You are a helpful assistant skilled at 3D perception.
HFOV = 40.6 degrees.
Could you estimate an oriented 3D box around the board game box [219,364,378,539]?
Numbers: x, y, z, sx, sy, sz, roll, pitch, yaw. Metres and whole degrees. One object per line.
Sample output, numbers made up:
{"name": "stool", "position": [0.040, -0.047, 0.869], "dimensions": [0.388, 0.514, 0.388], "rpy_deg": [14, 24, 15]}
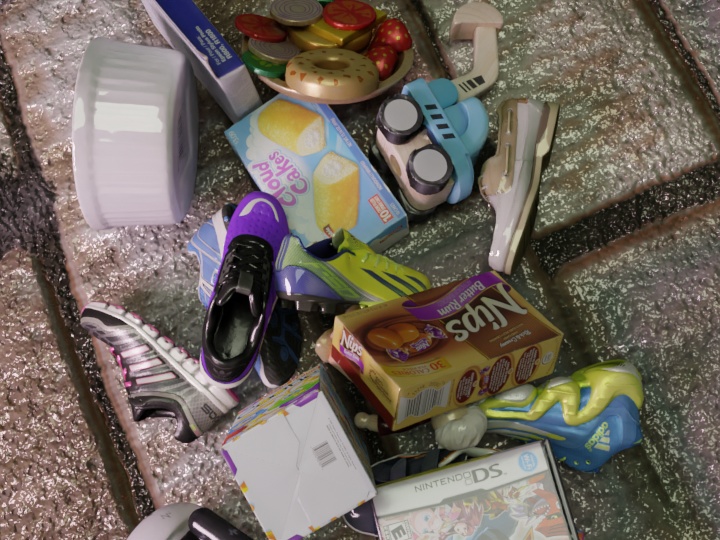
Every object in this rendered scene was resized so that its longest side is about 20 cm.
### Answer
{"name": "board game box", "position": [-0.056, 0.168, 0.921], "dimensions": [0.102, 0.200, 0.106], "rpy_deg": [-29, 91, -1]}

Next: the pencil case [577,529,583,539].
{"name": "pencil case", "position": [0.128, 0.296, 0.937], "dimensions": [0.197, 0.088, 0.090], "rpy_deg": [-4, 75, 2]}

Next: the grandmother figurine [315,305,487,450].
{"name": "grandmother figurine", "position": [0.042, 0.115, 0.972], "dimensions": [0.199, 0.061, 0.122], "rpy_deg": [32, 73, 34]}

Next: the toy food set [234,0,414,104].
{"name": "toy food set", "position": [-0.039, -0.248, 1.067], "dimensions": [0.197, 0.049, 0.200], "rpy_deg": [30, 49, 24]}

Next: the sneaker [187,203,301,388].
{"name": "sneaker", "position": [-0.124, 0.033, 1.048], "dimensions": [0.076, 0.075, 0.202], "rpy_deg": [-27, 75, 25]}

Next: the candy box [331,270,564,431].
{"name": "candy box", "position": [0.085, 0.073, 0.946], "dimensions": [0.198, 0.057, 0.117], "rpy_deg": [-15, 41, -28]}

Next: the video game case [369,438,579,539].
{"name": "video game case", "position": [0.115, 0.275, 0.890], "dimensions": [0.178, 0.026, 0.203], "rpy_deg": [-15, 72, 1]}

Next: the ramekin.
{"name": "ramekin", "position": [-0.232, -0.142, 1.034], "dimensions": [0.096, 0.201, 0.204], "rpy_deg": [3, 76, -2]}

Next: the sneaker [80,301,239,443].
{"name": "sneaker", "position": [-0.228, 0.111, 1.029], "dimensions": [0.199, 0.074, 0.088], "rpy_deg": [34, 76, 8]}

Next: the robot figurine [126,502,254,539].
{"name": "robot figurine", "position": [-0.145, 0.314, 0.938], "dimensions": [0.199, 0.125, 0.151], "rpy_deg": [33, 83, 19]}

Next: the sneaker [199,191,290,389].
{"name": "sneaker", "position": [-0.109, 0.013, 0.952], "dimensions": [0.069, 0.100, 0.203], "rpy_deg": [12, 77, -3]}

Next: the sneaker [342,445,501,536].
{"name": "sneaker", "position": [0.072, 0.216, 0.969], "dimensions": [0.197, 0.079, 0.080], "rpy_deg": [-14, 75, 4]}

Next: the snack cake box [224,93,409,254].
{"name": "snack cake box", "position": [-0.048, -0.096, 1.065], "dimensions": [0.114, 0.067, 0.201], "rpy_deg": [-34, 75, -4]}

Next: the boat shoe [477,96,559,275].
{"name": "boat shoe", "position": [0.160, -0.092, 1.043], "dimensions": [0.067, 0.075, 0.202], "rpy_deg": [13, 69, 13]}

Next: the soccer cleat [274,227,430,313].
{"name": "soccer cleat", "position": [0.000, 0.000, 0.982], "dimensions": [0.064, 0.198, 0.085], "rpy_deg": [4, 92, 49]}

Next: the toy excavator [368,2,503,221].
{"name": "toy excavator", "position": [0.101, -0.179, 1.067], "dimensions": [0.198, 0.100, 0.196], "rpy_deg": [-25, 75, -15]}

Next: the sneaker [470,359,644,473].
{"name": "sneaker", "position": [0.190, 0.160, 0.972], "dimensions": [0.197, 0.076, 0.107], "rpy_deg": [-15, 86, 13]}

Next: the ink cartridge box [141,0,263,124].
{"name": "ink cartridge box", "position": [-0.184, -0.260, 1.052], "dimensions": [0.040, 0.200, 0.200], "rpy_deg": [-38, 76, -4]}
